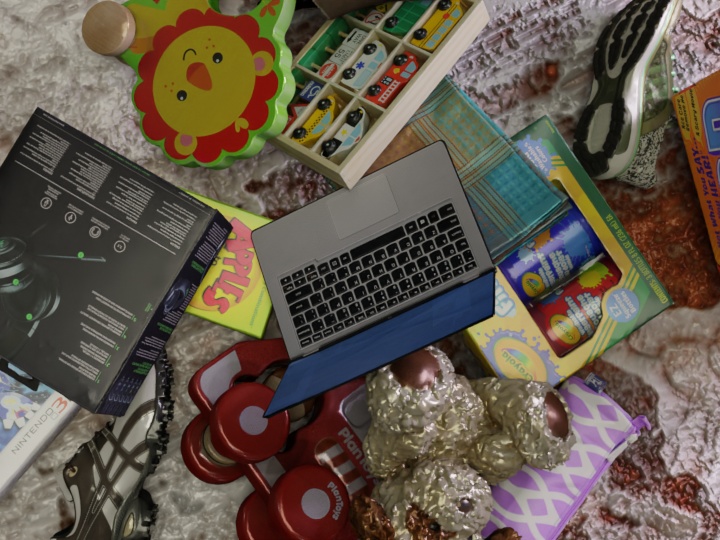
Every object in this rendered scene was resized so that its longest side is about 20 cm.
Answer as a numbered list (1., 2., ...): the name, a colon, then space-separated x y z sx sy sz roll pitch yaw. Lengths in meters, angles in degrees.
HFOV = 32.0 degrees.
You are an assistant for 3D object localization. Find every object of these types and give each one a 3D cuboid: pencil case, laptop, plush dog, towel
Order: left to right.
1. laptop: 0.000 0.000 0.975 0.187 0.116 0.201 -25 66 12
2. plush dog: 0.054 0.165 1.001 0.199 0.160 0.173 20 67 -30
3. towel: 0.061 -0.080 1.065 0.146 0.022 0.200 -36 65 -7
4. pencil case: 0.163 0.187 1.078 0.085 0.084 0.200 34 87 33

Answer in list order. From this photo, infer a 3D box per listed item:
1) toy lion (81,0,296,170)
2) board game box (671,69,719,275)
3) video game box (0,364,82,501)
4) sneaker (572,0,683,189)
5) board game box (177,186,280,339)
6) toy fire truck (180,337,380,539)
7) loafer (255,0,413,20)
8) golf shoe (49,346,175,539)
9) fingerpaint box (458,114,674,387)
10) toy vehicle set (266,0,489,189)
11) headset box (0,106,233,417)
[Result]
1. toy lion: -0.127 -0.196 1.076 0.192 0.069 0.200 42 99 14
2. board game box: 0.416 -0.093 1.040 0.199 0.200 0.201 -13 85 -17
3. video game box: -0.328 0.068 1.087 0.200 0.047 0.182 41 82 1
4. sneaker: 0.258 -0.163 1.137 0.088 0.077 0.201 25 82 -32
5. board game box: -0.164 -0.020 1.101 0.199 0.048 0.102 19 84 -1
6. toy fire truck: -0.047 0.144 1.074 0.168 0.112 0.200 -33 86 -31
7. loafer: -0.009 -0.246 1.088 0.199 0.073 0.071 7 75 31
8. golf shoe: -0.212 0.157 1.069 0.094 0.078 0.201 10 83 -2
9. fingerpaint box: 0.146 -0.006 1.101 0.166 0.073 0.200 -33 87 -5
10. toy vehicle set: 0.005 -0.175 1.092 0.124 0.027 0.200 31 76 34
11. headset box: -0.230 0.002 1.018 0.174 0.093 0.201 29 84 7
